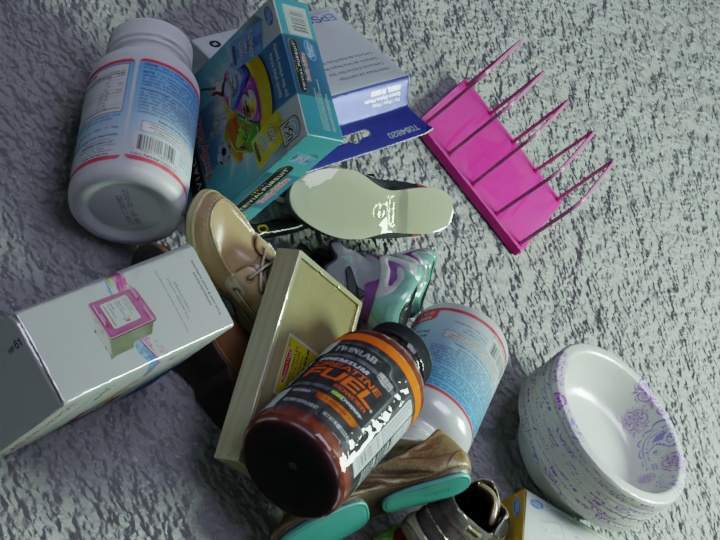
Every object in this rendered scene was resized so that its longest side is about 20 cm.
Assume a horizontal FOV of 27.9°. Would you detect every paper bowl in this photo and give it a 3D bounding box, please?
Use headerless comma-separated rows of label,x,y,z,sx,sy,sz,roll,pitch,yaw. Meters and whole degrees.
paper bowl,0.251,0.189,1.576,0.200,0.104,0.202,31,37,-27

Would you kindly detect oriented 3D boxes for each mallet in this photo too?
mallet,-0.046,-0.065,1.530,0.198,0.041,0.067,-6,69,-41

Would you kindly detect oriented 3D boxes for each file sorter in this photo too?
file sorter,0.192,-0.154,1.746,0.201,0.125,0.139,51,41,-4

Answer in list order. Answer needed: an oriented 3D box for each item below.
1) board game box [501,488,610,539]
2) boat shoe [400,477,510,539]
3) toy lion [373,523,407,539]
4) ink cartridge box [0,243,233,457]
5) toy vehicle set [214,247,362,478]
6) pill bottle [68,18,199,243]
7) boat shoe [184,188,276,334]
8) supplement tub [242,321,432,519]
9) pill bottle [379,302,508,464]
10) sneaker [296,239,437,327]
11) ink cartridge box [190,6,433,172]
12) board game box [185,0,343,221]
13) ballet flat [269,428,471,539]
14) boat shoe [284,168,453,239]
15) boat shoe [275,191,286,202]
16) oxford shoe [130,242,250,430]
board game box,0.204,0.348,1.486,0.152,0.040,0.202,33,45,-24
boat shoe,0.111,0.245,1.406,0.075,0.073,0.200,56,19,15
toy lion,0.044,0.334,1.335,0.191,0.068,0.202,12,55,-48
ink cartridge box,-0.226,0.068,1.184,0.199,0.144,0.085,-23,82,-49
toy vehicle set,-0.062,0.096,1.324,0.124,0.026,0.202,42,58,-52
pill bottle,-0.207,-0.135,1.353,0.108,0.108,0.202,26,48,-29
boat shoe,-0.097,0.002,1.344,0.072,0.064,0.201,-61,141,-29
supplement tub,-0.012,0.123,1.283,0.107,0.107,0.200,51,42,-4
pill bottle,0.071,0.132,1.453,0.109,0.108,0.201,44,42,-11
sneaker,0.000,0.000,1.504,0.138,0.079,0.200,20,10,8
ink cartridge box,-0.050,-0.195,1.519,0.198,0.041,0.200,-21,53,-37
board game box,-0.109,-0.142,1.393,0.047,0.199,0.153,6,59,-41
ballet flat,0.003,0.194,1.319,0.198,0.068,0.073,-21,56,-9
boat shoe,0.002,-0.069,1.508,0.198,0.062,0.072,2,96,-33
boat shoe,-0.055,-0.152,1.557,0.074,0.060,0.201,43,42,-12
oxford shoe,-0.143,0.056,1.335,0.201,0.071,0.071,60,36,-11
